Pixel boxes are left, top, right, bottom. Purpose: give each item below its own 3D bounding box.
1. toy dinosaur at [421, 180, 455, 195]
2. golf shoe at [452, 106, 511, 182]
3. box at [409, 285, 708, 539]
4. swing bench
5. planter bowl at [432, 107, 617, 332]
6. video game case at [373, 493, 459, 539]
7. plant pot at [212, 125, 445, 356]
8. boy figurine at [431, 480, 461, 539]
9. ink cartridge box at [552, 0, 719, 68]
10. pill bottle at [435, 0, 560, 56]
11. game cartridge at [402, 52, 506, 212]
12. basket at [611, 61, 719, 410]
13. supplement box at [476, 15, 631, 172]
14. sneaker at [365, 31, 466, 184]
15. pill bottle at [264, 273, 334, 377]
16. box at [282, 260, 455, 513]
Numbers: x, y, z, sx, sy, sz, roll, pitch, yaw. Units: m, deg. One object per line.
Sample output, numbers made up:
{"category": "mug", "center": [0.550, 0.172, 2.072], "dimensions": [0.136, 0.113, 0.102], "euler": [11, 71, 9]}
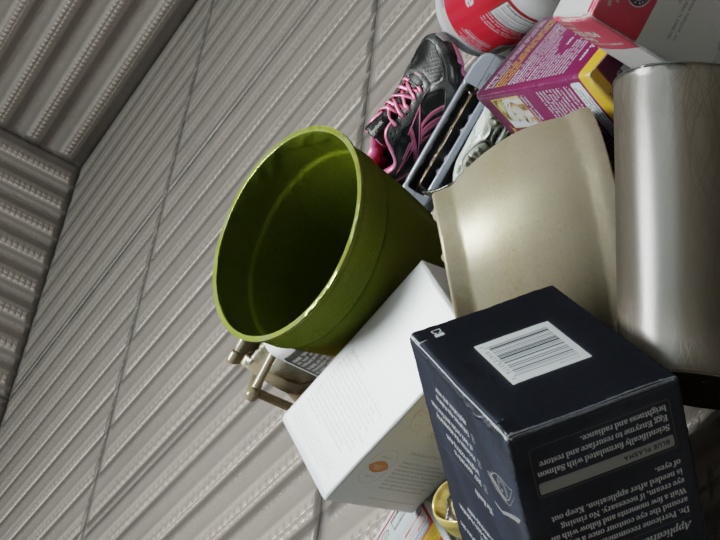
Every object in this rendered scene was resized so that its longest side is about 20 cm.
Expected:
{"category": "toy dinosaur", "center": [0.139, -0.070, 1.361], "dimensions": [0.048, 0.088, 0.200], "euler": [-67, 20, -11]}
{"category": "golf shoe", "center": [0.149, -0.158, 1.470], "dimensions": [0.201, 0.078, 0.097], "euler": [-57, 15, 13]}
{"category": "box", "center": [0.132, 0.141, 0.942], "dimensions": [0.197, 0.116, 0.202], "euler": [-133, 27, -68]}
{"category": "swing bench", "center": [-0.049, 0.050, 1.614], "dimensions": [0.200, 0.129, 0.200], "euler": [-61, 20, 6]}
{"category": "planter bowl", "center": [0.129, -0.013, 1.109], "dimensions": [0.200, 0.133, 0.202], "euler": [-12, -90, -87]}
{"category": "video game case", "center": [0.042, 0.287, 1.265], "dimensions": [0.144, 0.017, 0.200], "euler": [-59, 21, 10]}
{"category": "plant pot", "center": [0.000, 0.000, 1.316], "dimensions": [0.200, 0.192, 0.202], "euler": [-27, 50, 38]}
{"category": "boy figurine", "center": [0.134, 0.154, 1.141], "dimensions": [0.200, 0.064, 0.125], "euler": [-41, 33, 40]}
{"category": "ink cartridge box", "center": [0.265, -0.200, 1.057], "dimensions": [0.147, 0.199, 0.085], "euler": [-62, 15, 0]}
{"category": "pill bottle", "center": [0.173, -0.308, 1.535], "dimensions": [0.200, 0.112, 0.113], "euler": [-20, 47, 61]}
{"category": "game cartridge", "center": [0.100, -0.142, 1.544], "dimensions": [0.201, 0.041, 0.133], "euler": [-60, -2, 11]}
{"category": "basket", "center": [0.242, -0.015, 0.968], "dimensions": [0.136, 0.179, 0.202], "euler": [157, 125, -66]}
{"category": "supplement box", "center": [0.208, -0.144, 1.201], "dimensions": [0.103, 0.131, 0.200], "euler": [-50, 18, -13]}
{"category": "sneaker", "center": [0.052, -0.174, 1.619], "dimensions": [0.079, 0.095, 0.201], "euler": [46, 131, 37]}
{"category": "pill bottle", "center": [-0.027, 0.053, 1.452], "dimensions": [0.114, 0.199, 0.114], "euler": [-49, 25, 32]}
{"category": "box", "center": [0.049, 0.106, 1.251], "dimensions": [0.200, 0.124, 0.098], "euler": [-48, 51, 21]}
